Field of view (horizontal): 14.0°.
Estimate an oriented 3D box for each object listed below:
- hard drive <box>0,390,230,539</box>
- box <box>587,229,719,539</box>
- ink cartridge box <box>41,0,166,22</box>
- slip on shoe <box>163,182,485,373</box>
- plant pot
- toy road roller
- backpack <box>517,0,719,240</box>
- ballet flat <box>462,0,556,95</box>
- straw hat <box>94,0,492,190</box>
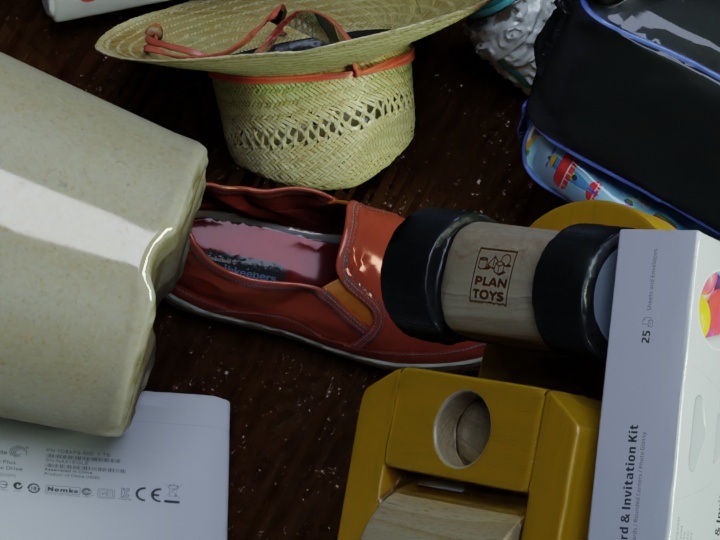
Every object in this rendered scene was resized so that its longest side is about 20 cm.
[{"bbox_3d":[-0.123,0.132,1.261,0.131,0.027,0.201,5,45,-6],"label":"hard drive"},{"bbox_3d":[0.164,0.077,1.196,0.041,0.200,0.157,2,82,35],"label":"box"},{"bbox_3d":[-0.064,-0.211,1.404,0.199,0.146,0.084,-12,56,-14],"label":"ink cartridge box"},{"bbox_3d":[0.000,0.000,1.359,0.199,0.061,0.075,11,60,-4],"label":"slip on shoe"},{"bbox_3d":[-0.169,-0.018,1.267,0.182,0.201,0.201,17,62,-1],"label":"plant pot"},{"bbox_3d":[0.088,0.071,1.222,0.145,0.122,0.201,17,83,-43],"label":"toy road roller"},{"bbox_3d":[0.187,-0.106,1.371,0.182,0.135,0.200,29,44,5],"label":"backpack"},{"bbox_3d":[0.127,-0.160,1.466,0.072,0.072,0.200,38,66,12],"label":"ballet flat"},{"bbox_3d":[-0.021,-0.083,1.380,0.200,0.201,0.086,-12,105,-14],"label":"straw hat"}]
